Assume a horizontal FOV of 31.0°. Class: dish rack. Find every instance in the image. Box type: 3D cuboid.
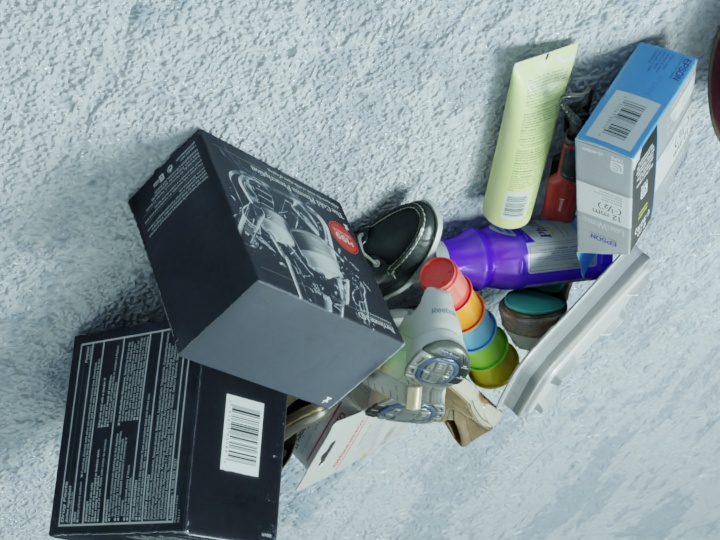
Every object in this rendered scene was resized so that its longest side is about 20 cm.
[{"bbox_3d":[0.226,0.068,1.341,0.200,0.043,0.172,-45,166,-19],"label":"dish rack"}]

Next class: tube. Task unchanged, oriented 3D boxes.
[{"bbox_3d":[0.159,-0.129,1.251,0.051,0.058,0.201,15,136,6],"label":"tube"}]

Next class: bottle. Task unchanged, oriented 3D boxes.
[{"bbox_3d":[0.162,-0.016,1.358,0.198,0.084,0.066,-6,108,-19],"label":"bottle"}]

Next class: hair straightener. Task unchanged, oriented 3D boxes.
[{"bbox_3d":[0.202,-0.124,1.269,0.041,0.078,0.200,10,156,13],"label":"hair straightener"}]

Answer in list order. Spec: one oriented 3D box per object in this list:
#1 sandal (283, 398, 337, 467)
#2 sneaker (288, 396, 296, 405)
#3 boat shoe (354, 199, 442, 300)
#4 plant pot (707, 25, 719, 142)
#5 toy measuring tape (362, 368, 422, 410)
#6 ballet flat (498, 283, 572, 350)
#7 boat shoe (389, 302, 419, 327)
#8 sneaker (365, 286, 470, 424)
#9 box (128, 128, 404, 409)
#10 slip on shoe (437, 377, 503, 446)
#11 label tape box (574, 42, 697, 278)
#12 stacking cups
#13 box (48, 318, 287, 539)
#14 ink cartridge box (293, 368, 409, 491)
[{"bbox_3d":[-0.087,0.175,1.286,0.199,0.055,0.082,-33,-174,33],"label":"sandal"},{"bbox_3d":[-0.111,0.149,1.444,0.075,0.071,0.201,11,140,-3],"label":"sneaker"},{"bbox_3d":[0.000,0.000,1.294,0.060,0.076,0.200,10,131,-46],"label":"boat shoe"},{"bbox_3d":[0.436,-0.181,1.235,0.177,0.201,0.201,-1,141,-4],"label":"plant pot"},{"bbox_3d":[0.008,0.086,1.236,0.073,0.199,0.074,-14,113,-37],"label":"toy measuring tape"},{"bbox_3d":[0.189,0.048,1.388,0.200,0.068,0.068,-30,133,-64],"label":"ballet flat"},{"bbox_3d":[0.083,0.068,1.434,0.199,0.064,0.071,17,126,-40],"label":"boat shoe"},{"bbox_3d":[0.058,0.090,1.275,0.074,0.088,0.200,11,147,-16],"label":"sneaker"},{"bbox_3d":[-0.083,0.002,1.158,0.104,0.183,0.199,-40,142,22],"label":"box"},{"bbox_3d":[0.090,0.134,1.401,0.061,0.076,0.200,-46,146,0],"label":"slip on shoe"},{"bbox_3d":[0.266,-0.096,1.264,0.144,0.066,0.201,-53,149,-29],"label":"label tape box"},{"bbox_3d":[0.105,0.051,1.331,0.060,0.061,0.200,-29,140,7],"label":"stacking cups"},{"bbox_3d":[-0.178,0.156,1.227,0.197,0.202,0.123,-10,158,39],"label":"box"},{"bbox_3d":[-0.008,0.152,1.418,0.199,0.067,0.118,-20,146,-51],"label":"ink cartridge box"}]
